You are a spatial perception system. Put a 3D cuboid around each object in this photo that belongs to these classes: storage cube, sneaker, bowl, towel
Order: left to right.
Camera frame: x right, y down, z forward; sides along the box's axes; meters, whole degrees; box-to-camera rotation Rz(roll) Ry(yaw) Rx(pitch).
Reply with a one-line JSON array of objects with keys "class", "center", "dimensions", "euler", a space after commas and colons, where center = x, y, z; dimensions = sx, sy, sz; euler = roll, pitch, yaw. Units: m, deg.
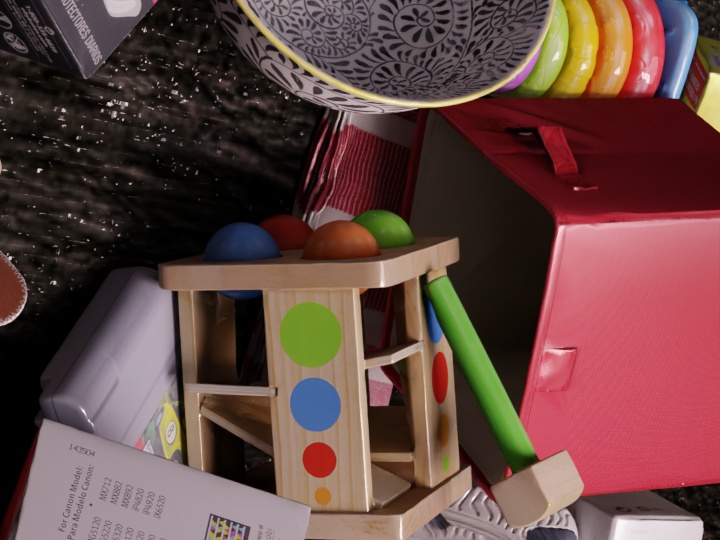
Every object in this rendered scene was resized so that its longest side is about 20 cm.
[{"class": "bowl", "center": [-0.008, -0.154, 1.049], "dimensions": [0.200, 0.094, 0.202], "euler": [11, 63, -23]}, {"class": "towel", "center": [0.000, 0.000, 1.220], "dimensions": [0.144, 0.023, 0.201], "euler": [15, 93, -56]}, {"class": "sneaker", "center": [0.056, 0.207, 1.268], "dimensions": [0.199, 0.080, 0.130], "euler": [-30, 143, 10]}, {"class": "storage cube", "center": [0.134, 0.010, 1.176], "dimensions": [0.179, 0.171, 0.201], "euler": [-2, 116, -25]}]

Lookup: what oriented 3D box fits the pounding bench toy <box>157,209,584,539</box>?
[{"class": "pounding bench toy", "center": [0.013, 0.049, 1.065], "dimensions": [0.124, 0.199, 0.157], "euler": [-18, 106, -69]}]

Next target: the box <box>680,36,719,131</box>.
[{"class": "box", "center": [0.220, -0.052, 1.401], "dimensions": [0.075, 0.050, 0.201], "euler": [-92, -161, -62]}]

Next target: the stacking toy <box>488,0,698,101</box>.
[{"class": "stacking toy", "center": [0.097, -0.137, 1.238], "dimensions": [0.199, 0.116, 0.110], "euler": [6, 107, -40]}]

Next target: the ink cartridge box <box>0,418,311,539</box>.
[{"class": "ink cartridge box", "center": [-0.139, 0.168, 0.960], "dimensions": [0.200, 0.175, 0.084], "euler": [119, -13, -45]}]

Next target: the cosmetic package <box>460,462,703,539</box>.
[{"class": "cosmetic package", "center": [0.121, 0.169, 1.298], "dimensions": [0.074, 0.200, 0.102], "euler": [6, 102, -29]}]

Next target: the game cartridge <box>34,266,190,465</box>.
[{"class": "game cartridge", "center": [-0.107, 0.106, 1.072], "dimensions": [0.133, 0.041, 0.201], "euler": [-69, 151, -53]}]

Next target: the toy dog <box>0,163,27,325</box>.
[{"class": "toy dog", "center": [-0.194, 0.028, 0.900], "dimensions": [0.096, 0.132, 0.201], "euler": [31, 90, -32]}]

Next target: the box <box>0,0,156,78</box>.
[{"class": "box", "center": [-0.117, -0.202, 0.897], "dimensions": [0.200, 0.106, 0.122], "euler": [-54, 142, -24]}]
